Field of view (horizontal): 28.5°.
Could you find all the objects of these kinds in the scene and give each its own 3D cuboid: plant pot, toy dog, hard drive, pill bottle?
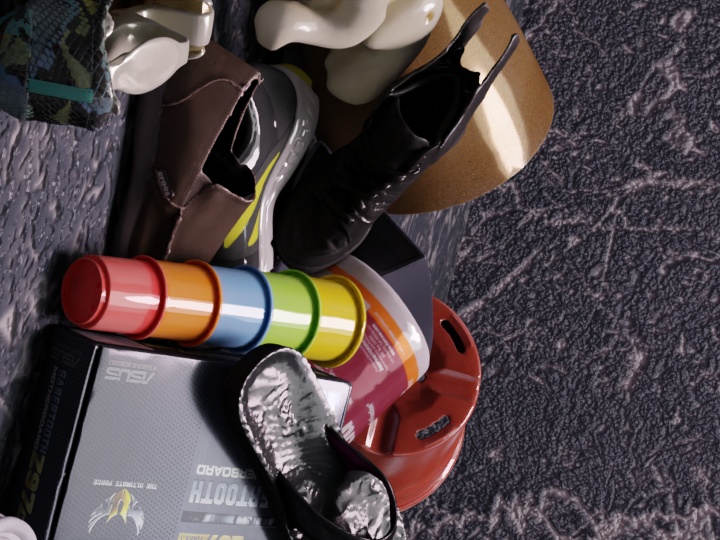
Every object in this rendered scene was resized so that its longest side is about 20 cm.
[{"bbox_3d":[0.018,0.111,1.284,0.195,0.200,0.201,117,-9,-71],"label":"plant pot"},{"bbox_3d":[0.028,-0.177,1.034,0.200,0.186,0.187,65,35,-41],"label":"plant pot"},{"bbox_3d":[-0.001,-0.205,0.830,0.140,0.193,0.200,63,8,12],"label":"toy dog"},{"bbox_3d":[0.000,0.000,1.069,0.042,0.135,0.200,-36,159,-13],"label":"hard drive"},{"bbox_3d":[-0.059,0.088,0.964,0.200,0.114,0.114,-40,158,-20],"label":"pill bottle"}]

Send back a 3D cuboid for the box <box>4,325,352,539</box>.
[{"bbox_3d":[-0.105,0.125,0.824,0.200,0.051,0.158,14,92,-44],"label":"box"}]

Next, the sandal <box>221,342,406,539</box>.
[{"bbox_3d":[-0.018,0.129,0.838,0.075,0.048,0.201,-50,130,-25],"label":"sandal"}]

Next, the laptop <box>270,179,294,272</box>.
[{"bbox_3d":[-0.059,0.040,1.105,0.200,0.103,0.177,-61,173,5],"label":"laptop"}]

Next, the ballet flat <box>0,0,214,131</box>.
[{"bbox_3d":[-0.108,-0.116,0.684,0.200,0.074,0.074,-62,164,-56],"label":"ballet flat"}]

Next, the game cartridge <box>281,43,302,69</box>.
[{"bbox_3d":[-0.017,-0.235,1.166,0.200,0.038,0.130,-61,168,-57],"label":"game cartridge"}]

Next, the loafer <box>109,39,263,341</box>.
[{"bbox_3d":[-0.101,-0.041,0.838,0.073,0.071,0.201,-57,160,-62],"label":"loafer"}]

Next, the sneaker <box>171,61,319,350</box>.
[{"bbox_3d":[-0.097,-0.045,0.917,0.085,0.074,0.201,11,97,-59],"label":"sneaker"}]

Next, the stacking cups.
[{"bbox_3d":[-0.086,0.020,0.830,0.200,0.060,0.061,10,96,-45],"label":"stacking cups"}]

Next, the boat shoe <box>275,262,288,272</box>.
[{"bbox_3d":[-0.036,-0.023,1.296,0.066,0.070,0.201,115,-6,-63],"label":"boat shoe"}]

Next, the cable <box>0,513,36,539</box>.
[{"bbox_3d":[-0.204,0.194,0.601,0.200,0.069,0.201,-48,151,-73],"label":"cable"}]

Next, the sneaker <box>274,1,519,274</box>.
[{"bbox_3d":[0.019,-0.082,0.921,0.200,0.060,0.104,-43,174,-7],"label":"sneaker"}]
